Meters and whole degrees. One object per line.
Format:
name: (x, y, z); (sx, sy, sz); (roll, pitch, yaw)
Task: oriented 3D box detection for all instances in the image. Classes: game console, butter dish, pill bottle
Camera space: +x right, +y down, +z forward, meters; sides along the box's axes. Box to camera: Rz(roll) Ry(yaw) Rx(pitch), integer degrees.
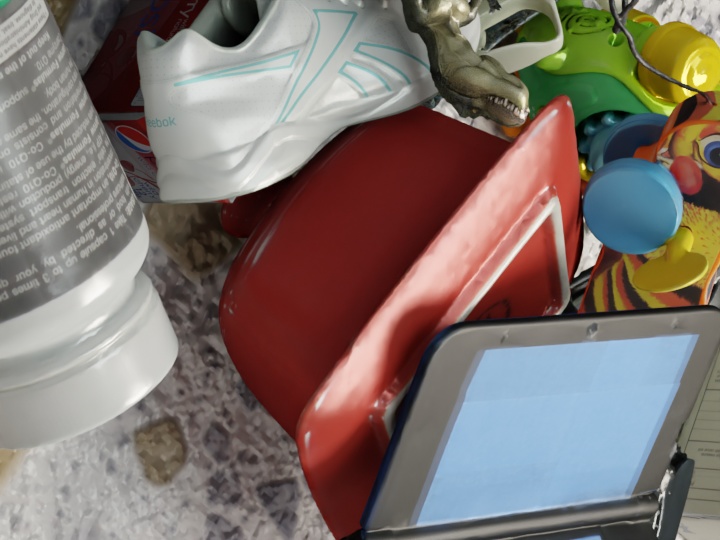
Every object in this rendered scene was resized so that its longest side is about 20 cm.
game console: (0.100, 0.120, 1.269); (0.200, 0.118, 0.171); (-3, 63, -43)
butter dish: (0.000, 0.000, 1.309); (0.200, 0.148, 0.200); (-52, 162, -13)
pill bottle: (-0.156, -0.034, 1.165); (0.113, 0.113, 0.200); (-41, 118, -37)

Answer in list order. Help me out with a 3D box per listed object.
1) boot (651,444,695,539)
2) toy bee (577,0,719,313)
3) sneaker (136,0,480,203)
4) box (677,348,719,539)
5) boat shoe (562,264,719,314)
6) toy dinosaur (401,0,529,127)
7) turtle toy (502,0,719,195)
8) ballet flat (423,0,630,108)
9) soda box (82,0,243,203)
boot: (0.098, 0.159, 1.452); (0.200, 0.076, 0.169); (9, 87, -51)
toy bee: (0.160, -0.037, 1.328); (0.200, 0.108, 0.131); (86, 20, -51)
sneaker: (-0.019, -0.099, 1.245); (0.200, 0.070, 0.080); (-31, 111, -42)
box: (0.250, 0.068, 1.597); (0.078, 0.095, 0.200); (39, 66, -39)
boat shoe: (0.118, 0.035, 1.439); (0.199, 0.075, 0.066); (-27, 150, -18)
toy dinosaur: (0.030, -0.159, 1.232); (0.047, 0.088, 0.200); (-7, 61, -22)
turtle toy: (0.152, -0.079, 1.475); (0.200, 0.146, 0.101); (19, 97, -45)
ballet flat: (0.095, -0.143, 1.398); (0.200, 0.074, 0.074); (-32, 118, -5)
soda box: (-0.054, -0.128, 1.303); (0.070, 0.063, 0.200); (47, 60, -35)
